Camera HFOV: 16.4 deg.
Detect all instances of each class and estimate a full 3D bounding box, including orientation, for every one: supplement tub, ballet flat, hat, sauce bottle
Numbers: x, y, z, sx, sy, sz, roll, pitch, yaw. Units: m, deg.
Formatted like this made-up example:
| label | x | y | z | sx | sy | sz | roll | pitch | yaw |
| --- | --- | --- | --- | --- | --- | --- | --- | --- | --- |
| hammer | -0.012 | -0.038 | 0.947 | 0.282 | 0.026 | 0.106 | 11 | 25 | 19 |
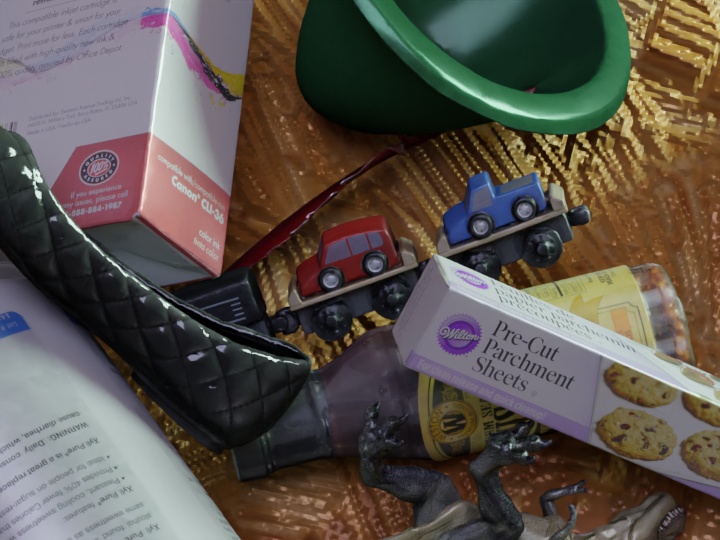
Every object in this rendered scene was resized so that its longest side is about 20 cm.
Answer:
| label | x | y | z | sx | sy | sz | roll | pitch | yaw |
| --- | --- | --- | --- | --- | --- | --- | --- | --- | --- |
| supplement tub | -0.123 | 0.115 | 1.004 | 0.132 | 0.132 | 0.200 | -32 | 68 | -12 |
| ballet flat | -0.103 | -0.008 | 1.003 | 0.057 | 0.066 | 0.200 | -44 | 107 | 1 |
| hat | -0.001 | -0.080 | 1.149 | 0.200 | 0.176 | 0.166 | -7 | 60 | -46 |
| sauce bottle | 0.040 | 0.049 | 1.067 | 0.200 | 0.066 | 0.066 | -16 | 66 | -3 |

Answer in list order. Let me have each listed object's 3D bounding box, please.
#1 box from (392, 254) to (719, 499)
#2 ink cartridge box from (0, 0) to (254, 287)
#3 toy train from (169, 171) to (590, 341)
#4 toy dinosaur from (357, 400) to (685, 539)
| label | x | y | z | sx | sy | sz | roll | pitch | yaw |
| --- | --- | --- | --- | --- | --- | --- | --- | --- | --- |
| box | 0.110 | 0.053 | 1.024 | 0.200 | 0.039 | 0.041 | 24 | 106 | -17 |
| ink cartridge box | -0.113 | -0.090 | 1.105 | 0.116 | 0.067 | 0.200 | -9 | 61 | 30 |
| toy train | 0.000 | 0.000 | 1.066 | 0.200 | 0.034 | 0.046 | -19 | 101 | 6 |
| toy dinosaur | 0.038 | 0.100 | 1.031 | 0.199 | 0.088 | 0.047 | -4 | 32 | 0 |
